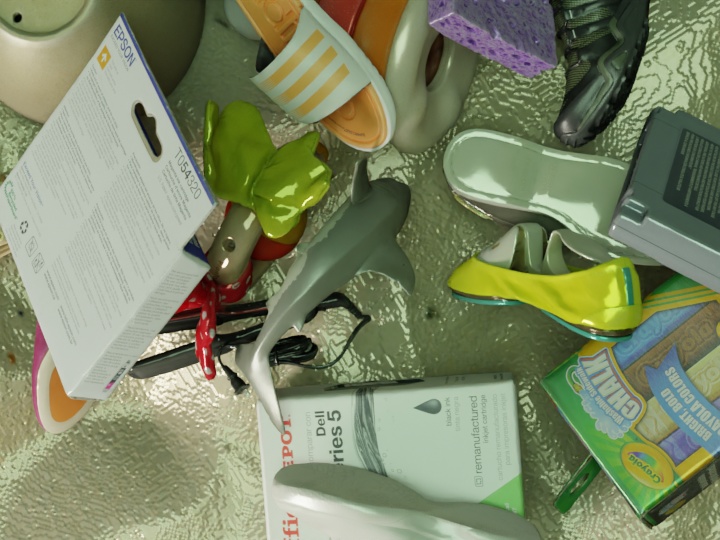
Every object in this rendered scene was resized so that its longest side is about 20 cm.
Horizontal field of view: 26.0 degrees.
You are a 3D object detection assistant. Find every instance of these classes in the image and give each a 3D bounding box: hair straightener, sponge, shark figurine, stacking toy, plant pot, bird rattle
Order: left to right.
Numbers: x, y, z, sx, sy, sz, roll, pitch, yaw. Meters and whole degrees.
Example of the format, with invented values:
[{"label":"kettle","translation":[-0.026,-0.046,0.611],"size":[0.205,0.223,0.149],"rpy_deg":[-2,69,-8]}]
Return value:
[{"label":"plant pot","translation":[-0.228,-0.211,1.186],"size":[0.198,0.134,0.203],"rpy_deg":[0,91,5]},{"label":"hair straightener","translation":[-0.088,0.063,1.225],"size":[0.197,0.041,0.078],"rpy_deg":[-9,73,-1]},{"label":"bird rattle","translation":[-0.077,-0.025,1.163],"size":[0.112,0.163,0.202],"rpy_deg":[25,114,14]},{"label":"stacking toy","translation":[-0.016,-0.183,1.192],"size":[0.198,0.146,0.148],"rpy_deg":[19,92,23]},{"label":"shark figurine","translation":[-0.010,0.009,1.137],"size":[0.089,0.128,0.215],"rpy_deg":[35,70,9]},{"label":"sponge","translation":[0.095,-0.250,1.143],"size":[0.030,0.111,0.202],"rpy_deg":[-23,58,44]}]

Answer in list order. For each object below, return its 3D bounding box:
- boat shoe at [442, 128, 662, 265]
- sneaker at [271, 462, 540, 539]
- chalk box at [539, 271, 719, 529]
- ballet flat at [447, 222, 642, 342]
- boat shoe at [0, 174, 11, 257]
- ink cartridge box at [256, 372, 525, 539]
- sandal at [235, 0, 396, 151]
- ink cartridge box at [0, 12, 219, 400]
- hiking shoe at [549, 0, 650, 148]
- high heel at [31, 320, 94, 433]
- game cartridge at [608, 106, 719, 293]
[{"label":"boat shoe","translation":[0.158,-0.054,1.195],"size":[0.200,0.060,0.073],"rpy_deg":[20,81,2]},{"label":"sneaker","translation":[0.025,0.203,1.123],"size":[0.198,0.075,0.089],"rpy_deg":[17,105,2]},{"label":"chalk box","translation":[0.217,0.105,1.147],"size":[0.199,0.124,0.124],"rpy_deg":[-37,71,3]},{"label":"ballet flat","translation":[0.134,0.000,1.141],"size":[0.066,0.199,0.068],"rpy_deg":[-8,104,-31]},{"label":"boat shoe","translation":[-0.347,0.007,1.228],"size":[0.199,0.074,0.069],"rpy_deg":[-37,82,3]},{"label":"ink cartridge box","translation":[0.025,0.160,1.195],"size":[0.197,0.084,0.148],"rpy_deg":[-5,91,5]},{"label":"sandal","translation":[-0.059,-0.161,1.111],"size":[0.059,0.079,0.207],"rpy_deg":[-38,90,-36]},{"label":"ink cartridge box","translation":[-0.177,-0.045,1.120],"size":[0.200,0.043,0.197],"rpy_deg":[-47,53,27]},{"label":"hiking shoe","translation":[0.173,-0.194,1.192],"size":[0.100,0.076,0.202],"rpy_deg":[19,83,12]},{"label":"high heel","translation":[-0.239,0.024,1.241],"size":[0.067,0.096,0.202],"rpy_deg":[-4,114,-35]},{"label":"game cartridge","translation":[0.255,-0.047,1.126],"size":[0.132,0.200,0.042],"rpy_deg":[31,122,1]}]
